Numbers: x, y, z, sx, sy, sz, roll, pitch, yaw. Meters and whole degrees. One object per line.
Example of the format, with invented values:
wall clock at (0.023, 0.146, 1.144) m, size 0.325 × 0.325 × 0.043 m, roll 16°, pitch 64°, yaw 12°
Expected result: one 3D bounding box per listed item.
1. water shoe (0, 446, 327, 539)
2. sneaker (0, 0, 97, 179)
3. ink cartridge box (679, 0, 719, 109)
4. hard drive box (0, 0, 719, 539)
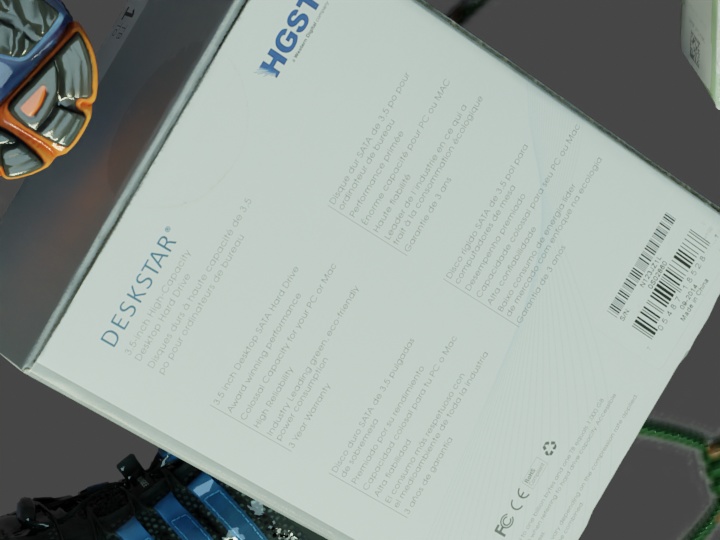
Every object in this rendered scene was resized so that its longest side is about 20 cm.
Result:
water shoe at (-0.057, 0.078, 0.908) m, size 0.199 × 0.071 × 0.079 m, roll -1°, pitch 105°, yaw -21°
sneaker at (-0.172, -0.083, 0.767) m, size 0.199 × 0.078 × 0.076 m, roll 24°, pitch 103°, yaw -7°
ink cartridge box at (0.175, -0.155, 0.821) m, size 0.145 × 0.048 × 0.201 m, roll -8°, pitch 126°, yaw -8°
hard drive box at (0.000, 0.000, 0.827) m, size 0.200 × 0.077 × 0.156 m, roll 32°, pitch 87°, yaw -29°
